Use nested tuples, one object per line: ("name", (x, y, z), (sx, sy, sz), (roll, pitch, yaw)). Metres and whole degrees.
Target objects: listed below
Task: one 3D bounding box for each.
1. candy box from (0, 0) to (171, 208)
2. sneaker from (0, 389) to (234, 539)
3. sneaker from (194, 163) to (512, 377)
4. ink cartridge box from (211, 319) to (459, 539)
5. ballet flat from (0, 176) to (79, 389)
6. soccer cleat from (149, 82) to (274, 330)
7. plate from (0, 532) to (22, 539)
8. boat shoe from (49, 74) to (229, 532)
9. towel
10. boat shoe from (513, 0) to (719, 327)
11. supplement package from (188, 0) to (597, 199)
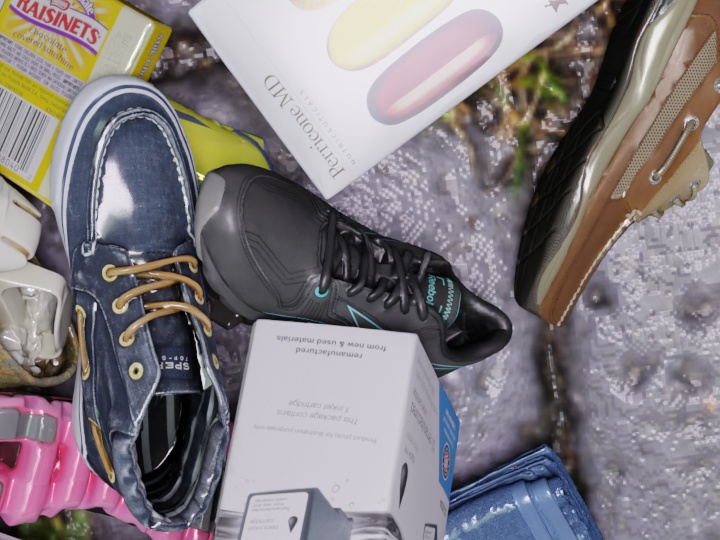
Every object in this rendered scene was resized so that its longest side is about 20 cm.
("candy box", (-0.195, -0.120, 0.714), (0.199, 0.026, 0.103), (32, 99, 17))
("sneaker", (-0.135, 0.100, 0.774), (0.199, 0.095, 0.080), (18, 87, -28))
("sneaker", (0.000, 0.000, 0.704), (0.079, 0.200, 0.076), (-7, 64, 35))
("ink cartridge box", (-0.014, 0.143, 0.690), (0.085, 0.147, 0.201), (3, 69, 14))
("ballet flat", (-0.180, -0.005, 0.708), (0.070, 0.071, 0.201), (-6, 143, 1))
("soccer cleat", (-0.097, -0.060, 0.754), (0.200, 0.065, 0.084), (48, 61, -1))
("plate", (-0.201, 0.172, 0.756), (0.198, 0.200, 0.032), (20, 58, -3))
("boat shoe", (-0.094, 0.015, 0.665), (0.070, 0.091, 0.202), (-8, 108, -26))
("towel", (0.040, 0.183, 0.799), (0.199, 0.049, 0.112), (-27, 109, 8))
("boat shoe", (0.145, -0.061, 0.737), (0.073, 0.076, 0.201), (23, 102, -8))
("supplement package", (0.032, -0.142, 0.701), (0.200, 0.110, 0.114), (-37, 99, 8))
